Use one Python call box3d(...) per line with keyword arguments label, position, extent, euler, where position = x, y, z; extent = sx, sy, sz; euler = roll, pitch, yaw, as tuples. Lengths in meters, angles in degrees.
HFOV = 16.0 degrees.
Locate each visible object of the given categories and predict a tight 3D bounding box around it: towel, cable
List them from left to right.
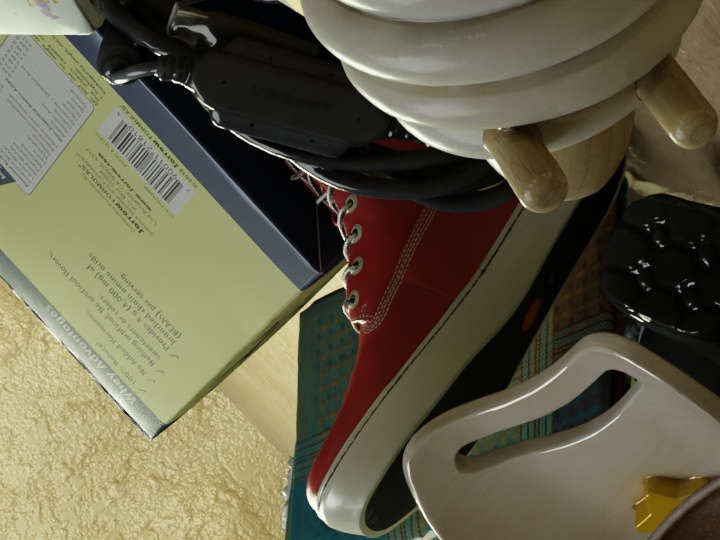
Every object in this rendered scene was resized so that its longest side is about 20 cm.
box3d(label="cable", position=(-0.010, -0.085, 1.006), extent=(0.199, 0.051, 0.163), euler=(12, -153, -16))
box3d(label="towel", position=(0.040, 0.051, 1.115), extent=(0.022, 0.147, 0.200), euler=(25, 145, -35))

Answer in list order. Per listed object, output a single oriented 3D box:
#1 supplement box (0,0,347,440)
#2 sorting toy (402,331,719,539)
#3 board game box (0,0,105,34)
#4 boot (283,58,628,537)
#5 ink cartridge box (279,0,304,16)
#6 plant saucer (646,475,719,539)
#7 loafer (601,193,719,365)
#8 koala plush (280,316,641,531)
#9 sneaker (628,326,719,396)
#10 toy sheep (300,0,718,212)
box3d(label="supplement box", position=(-0.086, -0.065, 1.186), extent=(0.200, 0.134, 0.200), euler=(47, 144, 0))
box3d(label="sorting toy", position=(0.114, 0.099, 0.962), extent=(0.180, 0.107, 0.200), euler=(42, 133, -21))
box3d(label="board game box", position=(-0.144, -0.211, 0.994), extent=(0.064, 0.148, 0.200), euler=(3, 146, 28))
box3d(label="boot", position=(0.000, 0.000, 1.043), extent=(0.144, 0.200, 0.072), euler=(26, 160, 18))
box3d(label="ink cartridge box", position=(-0.028, -0.173, 0.877), extent=(0.175, 0.084, 0.200), euler=(36, 167, 46))
box3d(label="plant saucer", position=(0.179, 0.151, 0.866), extent=(0.200, 0.201, 0.037), euler=(43, -151, 15))
box3d(label="loafer", position=(0.175, 0.025, 0.925), extent=(0.070, 0.068, 0.200), euler=(12, -166, -46))
box3d(label="koala plush", position=(0.066, 0.083, 1.190), extent=(0.177, 0.200, 0.184), euler=(36, 167, 44))
box3d(label="sneaker", position=(0.144, 0.106, 1.086), extent=(0.071, 0.083, 0.201), euler=(5, 112, 20))
box3d(label="toy sheep", position=(0.040, -0.102, 0.758), extent=(0.138, 0.138, 0.201), euler=(35, 151, 46))
